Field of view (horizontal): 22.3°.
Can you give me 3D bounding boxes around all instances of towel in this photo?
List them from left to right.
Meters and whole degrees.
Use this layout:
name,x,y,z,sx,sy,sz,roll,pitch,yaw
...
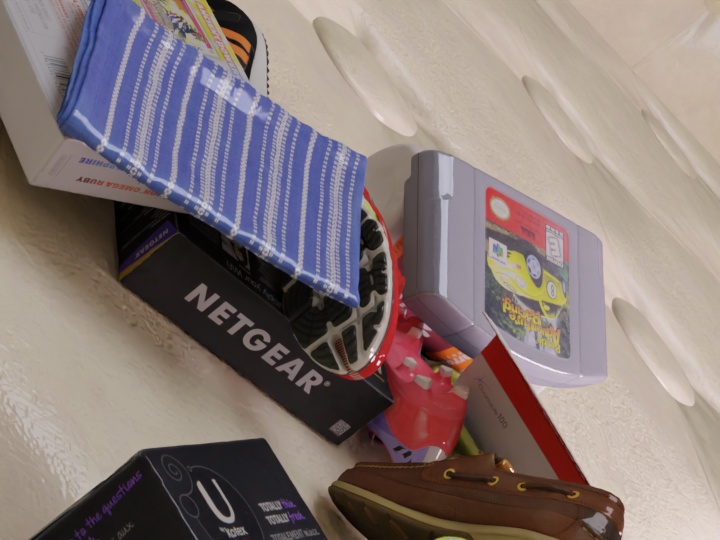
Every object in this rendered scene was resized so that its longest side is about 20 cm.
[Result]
name,x,y,z,sx,sy,sz,roll,pitch,yaw
towel,-0.077,-0.073,1.036,0.199,0.024,0.145,32,32,-20

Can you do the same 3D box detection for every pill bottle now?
name,x,y,z,sx,sy,sz,roll,pitch,yaw
pill bottle,0.068,0.007,1.387,0.200,0.114,0.114,42,20,-27

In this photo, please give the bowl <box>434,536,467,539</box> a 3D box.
name,x,y,z,sx,sy,sz,roll,pitch,yaw
bowl,0.055,0.246,0.910,0.200,0.107,0.201,45,20,-21

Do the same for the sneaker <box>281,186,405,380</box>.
name,x,y,z,sx,sy,sz,roll,pitch,yaw
sneaker,0.000,0.000,1.133,0.085,0.077,0.201,46,20,-34

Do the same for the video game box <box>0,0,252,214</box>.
name,x,y,z,sx,sy,sz,roll,pitch,yaw
video game box,-0.145,-0.121,1.086,0.181,0.047,0.201,8,43,-43

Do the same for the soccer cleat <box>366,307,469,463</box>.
name,x,y,z,sx,sy,sz,roll,pitch,yaw
soccer cleat,0.017,0.075,1.235,0.066,0.077,0.200,18,14,-23

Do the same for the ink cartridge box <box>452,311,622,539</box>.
name,x,y,z,sx,sy,sz,roll,pitch,yaw
ink cartridge box,0.111,0.126,1.175,0.161,0.047,0.200,60,0,19

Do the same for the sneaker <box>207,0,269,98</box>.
name,x,y,z,sx,sy,sz,roll,pitch,yaw
sneaker,-0.116,-0.150,1.304,0.090,0.070,0.201,42,22,-37

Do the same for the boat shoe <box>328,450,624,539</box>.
name,x,y,z,sx,sy,sz,roll,pitch,yaw
boat shoe,0.067,0.141,1.046,0.199,0.068,0.072,9,-37,45

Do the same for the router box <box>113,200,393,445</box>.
name,x,y,z,sx,sy,sz,roll,pitch,yaw
router box,-0.070,-0.002,1.164,0.200,0.052,0.158,40,22,-32

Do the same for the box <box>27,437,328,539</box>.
name,x,y,z,sx,sy,sz,roll,pitch,yaw
box,-0.051,0.183,0.773,0.201,0.106,0.122,57,17,16

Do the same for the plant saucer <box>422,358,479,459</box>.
name,x,y,z,sx,sy,sz,roll,pitch,yaw
plant saucer,0.087,0.139,1.318,0.200,0.031,0.200,45,20,-21

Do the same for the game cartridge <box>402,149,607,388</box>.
name,x,y,z,sx,sy,sz,roll,pitch,yaw
game cartridge,0.109,0.008,1.316,0.199,0.041,0.134,25,60,-39
